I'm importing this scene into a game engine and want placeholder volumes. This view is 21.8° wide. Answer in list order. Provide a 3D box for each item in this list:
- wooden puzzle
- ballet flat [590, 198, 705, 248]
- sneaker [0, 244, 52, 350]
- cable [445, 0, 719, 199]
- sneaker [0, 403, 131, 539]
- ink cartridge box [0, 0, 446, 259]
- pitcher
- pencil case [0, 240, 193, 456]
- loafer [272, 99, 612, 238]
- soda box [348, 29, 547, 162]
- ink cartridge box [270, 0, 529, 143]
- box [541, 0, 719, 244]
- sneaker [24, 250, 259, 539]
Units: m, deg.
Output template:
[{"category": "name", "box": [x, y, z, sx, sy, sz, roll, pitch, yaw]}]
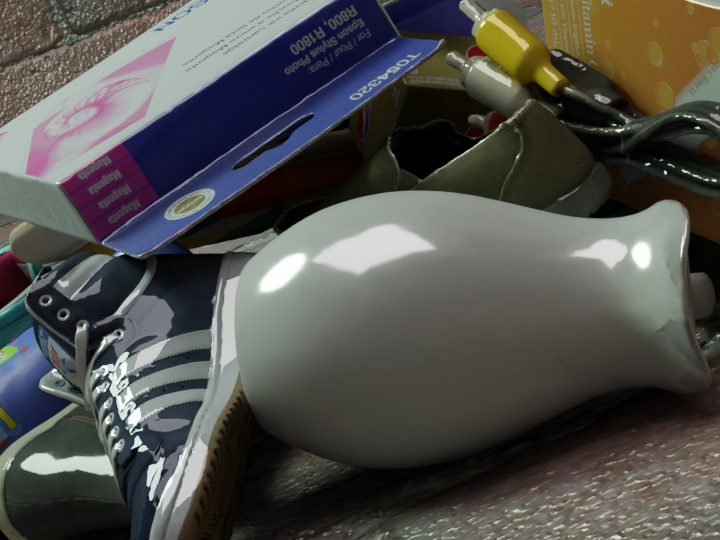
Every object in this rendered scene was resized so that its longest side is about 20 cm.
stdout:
[{"category": "wooden puzzle", "box": [-0.084, -0.039, 1.117, 0.200, 0.037, 0.185, -8, -10, -37]}, {"category": "ballet flat", "box": [0.103, -0.015, 1.002, 0.200, 0.068, 0.064, -21, 32, -24]}, {"category": "sneaker", "box": [-0.187, 0.033, 1.193, 0.084, 0.121, 0.200, -11, 15, 44]}, {"category": "cable", "box": [0.114, -0.062, 0.905, 0.050, 0.097, 0.200, -25, 37, -22]}, {"category": "sneaker", "box": [-0.087, 0.076, 0.958, 0.106, 0.075, 0.200, -6, 28, 40]}, {"category": "ink cartridge box", "box": [-0.087, -0.087, 0.958, 0.196, 0.043, 0.200, -37, 24, -22]}, {"category": "pitcher", "box": [0.058, 0.023, 0.841, 0.199, 0.122, 0.172, -8, -5, 15]}, {"category": "pencil case", "box": [-0.164, 0.061, 1.032, 0.200, 0.078, 0.087, -43, 22, -29]}, {"category": "loafer", "box": [0.031, -0.043, 0.936, 0.200, 0.070, 0.075, -14, 20, 37]}, {"category": "soda box", "box": [0.100, -0.085, 1.051, 0.199, 0.068, 0.064, 2, 35, -21]}, {"category": "ink cartridge box", "box": [-0.006, -0.112, 1.125, 0.198, 0.043, 0.200, -23, -4, 17]}, {"category": "box", "box": [0.187, -0.090, 0.911, 0.097, 0.125, 0.200, -22, 27, -25]}, {"category": "sneaker", "box": [-0.104, 0.063, 0.834, 0.108, 0.070, 0.200, 5, 40, 4]}]
